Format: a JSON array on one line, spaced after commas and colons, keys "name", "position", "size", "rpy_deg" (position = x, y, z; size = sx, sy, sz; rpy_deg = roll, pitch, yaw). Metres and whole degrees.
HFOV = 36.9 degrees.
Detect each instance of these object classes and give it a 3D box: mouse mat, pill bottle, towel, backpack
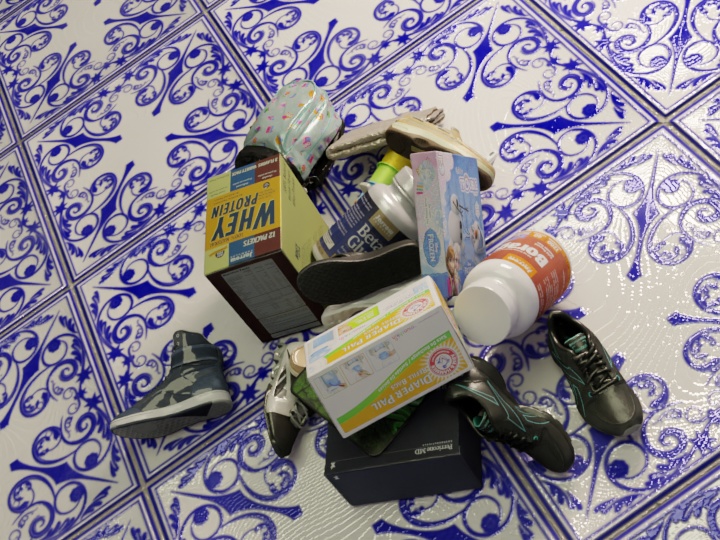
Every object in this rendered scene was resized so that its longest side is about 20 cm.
[{"name": "mouse mat", "position": [0.008, 0.151, 1.499], "size": [0.161, 0.008, 0.199], "rpy_deg": [-48, 49, -12]}, {"name": "pill bottle", "position": [0.028, -0.064, 1.688], "size": [0.200, 0.111, 0.111], "rpy_deg": [-45, 46, 12]}, {"name": "towel", "position": [0.043, -0.237, 1.845], "size": [0.197, 0.035, 0.133], "rpy_deg": [-14, 13, 18]}, {"name": "pill bottle", "position": [0.210, 0.025, 1.496], "size": [0.111, 0.114, 0.200], "rpy_deg": [6, 23, 30]}, {"name": "backpack", "position": [-0.119, -0.237, 1.915], "size": [0.166, 0.127, 0.201], "rpy_deg": [16, 62, 39]}]

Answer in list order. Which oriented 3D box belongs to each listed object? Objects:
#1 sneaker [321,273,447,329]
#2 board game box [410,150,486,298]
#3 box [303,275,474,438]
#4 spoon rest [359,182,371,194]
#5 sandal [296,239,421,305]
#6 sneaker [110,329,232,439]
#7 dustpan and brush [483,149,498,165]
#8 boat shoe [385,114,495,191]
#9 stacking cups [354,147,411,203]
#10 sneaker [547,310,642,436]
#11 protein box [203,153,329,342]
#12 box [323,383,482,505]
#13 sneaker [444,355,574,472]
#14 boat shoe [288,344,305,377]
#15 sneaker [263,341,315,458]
[{"name": "sneaker", "position": [0.034, 0.044, 1.663], "size": [0.197, 0.077, 0.081], "rpy_deg": [-15, 50, 3]}, {"name": "board game box", "position": [0.131, -0.065, 1.552], "size": [0.043, 0.200, 0.202], "rpy_deg": [-6, 91, 23]}, {"name": "box", "position": [0.035, 0.111, 1.418], "size": [0.198, 0.102, 0.113], "rpy_deg": [-29, 20, 4]}, {"name": "spoon rest", "position": [0.098, -0.152, 1.764], "size": [0.198, 0.061, 0.099], "rpy_deg": [-24, 15, -12]}, {"name": "sandal", "position": [0.001, 0.001, 1.627], "size": [0.198, 0.076, 0.048], "rpy_deg": [-13, 25, -4]}, {"name": "sneaker", "position": [-0.309, 0.180, 1.726], "size": [0.200, 0.077, 0.148], "rpy_deg": [-17, 61, 3]}, {"name": "dustpan and brush", "position": [0.156, -0.109, 1.718], "size": [0.200, 0.057, 0.139], "rpy_deg": [-44, 48, -8]}, {"name": "boat shoe", "position": [0.137, -0.197, 1.704], "size": [0.199, 0.072, 0.076], "rpy_deg": [32, 58, 21]}, {"name": "stacking cups", "position": [0.019, -0.117, 1.803], "size": [0.060, 0.061, 0.201], "rpy_deg": [24, 72, 38]}, {"name": "sneaker", "position": [0.303, 0.135, 1.438], "size": [0.075, 0.080, 0.201], "rpy_deg": [-32, 49, 0]}, {"name": "protein box", "position": [-0.144, -0.033, 1.724], "size": [0.133, 0.201, 0.200], "rpy_deg": [-17, 50, 15]}, {"name": "box", "position": [0.060, 0.212, 1.500], "size": [0.197, 0.104, 0.184], "rpy_deg": [-12, 50, 20]}, {"name": "sneaker", "position": [0.190, 0.203, 1.407], "size": [0.199, 0.076, 0.079], "rpy_deg": [40, 44, 4]}, {"name": "boat shoe", "position": [-0.010, 0.116, 1.595], "size": [0.197, 0.070, 0.074], "rpy_deg": [-7, 51, -2]}, {"name": "sneaker", "position": [-0.092, 0.185, 1.619], "size": [0.087, 0.074, 0.202], "rpy_deg": [-9, 49, 16]}]
